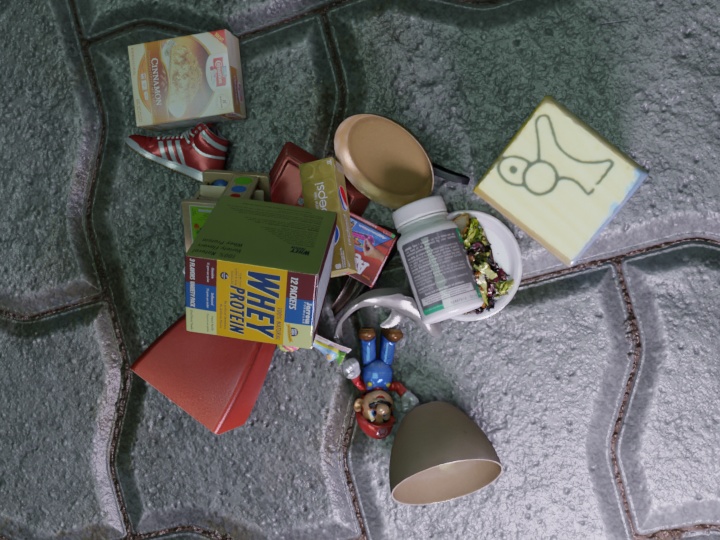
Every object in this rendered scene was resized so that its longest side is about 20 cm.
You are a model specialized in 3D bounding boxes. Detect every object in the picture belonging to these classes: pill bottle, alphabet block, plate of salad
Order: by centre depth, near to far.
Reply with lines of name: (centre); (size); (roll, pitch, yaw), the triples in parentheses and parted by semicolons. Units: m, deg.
alphabet block: (0.324, -0.143, 1.261); (0.200, 0.196, 0.196); (40, 99, 7)
pill bottle: (0.129, -0.018, 1.311); (0.112, 0.113, 0.202); (-20, 82, 12)
plate of salad: (0.191, -0.008, 1.372); (0.198, 0.048, 0.202); (1, 93, 11)

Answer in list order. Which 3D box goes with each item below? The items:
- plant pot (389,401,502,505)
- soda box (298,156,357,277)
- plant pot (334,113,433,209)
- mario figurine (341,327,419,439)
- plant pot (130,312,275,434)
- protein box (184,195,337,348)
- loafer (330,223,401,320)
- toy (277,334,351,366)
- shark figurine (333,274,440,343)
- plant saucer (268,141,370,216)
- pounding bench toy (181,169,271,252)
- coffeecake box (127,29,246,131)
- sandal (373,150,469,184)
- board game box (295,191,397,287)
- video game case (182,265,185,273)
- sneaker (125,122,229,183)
plant pot: (0.136, 0.313, 1.347); (0.199, 0.200, 0.135); (-23, 55, 12)
soda box: (-0.057, -0.091, 1.341); (0.067, 0.064, 0.202); (-10, 81, 15)
plant pot: (0.044, -0.193, 1.327); (0.199, 0.201, 0.028); (32, 55, 8)
mario figurine: (0.038, 0.207, 1.385); (0.122, 0.106, 0.202); (0, 90, 24)
plant pot: (-0.266, 0.164, 1.412); (0.199, 0.200, 0.177); (35, 89, 8)
protein box: (-0.150, -0.002, 1.190); (0.196, 0.201, 0.136); (8, 121, 2)
loafer: (0.000, 0.000, 1.407); (0.071, 0.073, 0.201); (34, 94, 18)
toy: (-0.121, 0.126, 1.374); (0.198, 0.115, 0.048); (22, 74, -5)
shark figurine: (0.047, 0.060, 1.341); (0.212, 0.089, 0.130); (-2, 86, -17)
plant saucer: (-0.109, -0.111, 1.435); (0.199, 0.037, 0.201); (32, 99, 9)
pounding bench toy: (-0.194, -0.092, 1.351); (0.198, 0.156, 0.125); (5, 121, 5)
coffeecake box: (-0.328, -0.358, 1.446); (0.198, 0.073, 0.155); (-6, 91, 11)
sandal: (0.098, -0.180, 1.371); (0.198, 0.075, 0.045); (22, 106, 7)
board game box: (-0.041, -0.060, 1.377); (0.199, 0.019, 0.104); (28, 94, 17)
video game case: (-0.201, 0.048, 1.343); (0.198, 0.143, 0.018); (17, 74, 17)
sneaker: (-0.345, -0.248, 1.457); (0.198, 0.071, 0.113); (23, 102, 2)
